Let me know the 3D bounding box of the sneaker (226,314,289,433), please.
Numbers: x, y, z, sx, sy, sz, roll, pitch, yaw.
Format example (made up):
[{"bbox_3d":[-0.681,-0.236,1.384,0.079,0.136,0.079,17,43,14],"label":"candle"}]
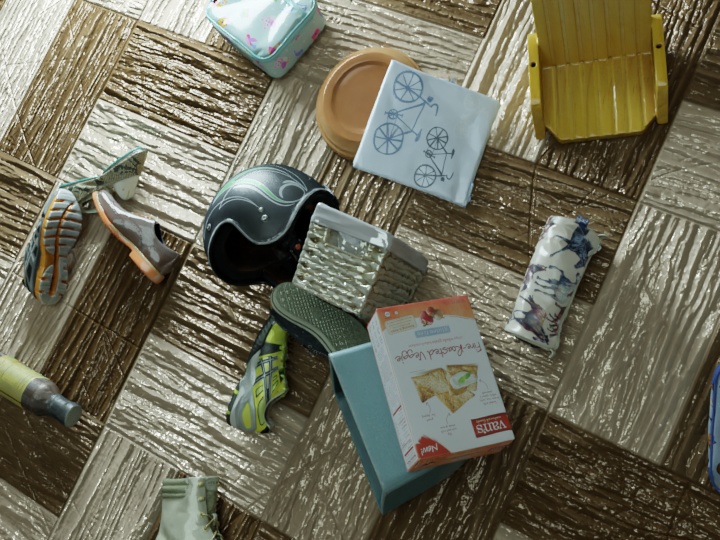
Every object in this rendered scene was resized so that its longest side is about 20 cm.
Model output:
[{"bbox_3d":[-0.140,0.157,1.380,0.075,0.075,0.203,20,89,7],"label":"sneaker"}]

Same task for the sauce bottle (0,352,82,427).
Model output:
[{"bbox_3d":[-0.559,0.206,1.503,0.198,0.065,0.066,25,84,21],"label":"sauce bottle"}]

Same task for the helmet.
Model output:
[{"bbox_3d":[-0.146,-0.067,1.373,0.188,0.200,0.203,14,80,30],"label":"helmet"}]

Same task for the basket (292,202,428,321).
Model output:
[{"bbox_3d":[0.000,0.000,1.301,0.134,0.200,0.125,23,88,22],"label":"basket"}]

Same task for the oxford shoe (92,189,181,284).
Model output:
[{"bbox_3d":[-0.384,-0.072,1.518,0.073,0.071,0.200,-41,80,-2],"label":"oxford shoe"}]

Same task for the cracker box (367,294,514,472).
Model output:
[{"bbox_3d":[0.099,0.140,1.124,0.132,0.058,0.203,-8,66,-19],"label":"cracker box"}]

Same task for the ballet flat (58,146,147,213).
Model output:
[{"bbox_3d":[-0.448,-0.148,1.569,0.197,0.068,0.076,-22,91,18],"label":"ballet flat"}]

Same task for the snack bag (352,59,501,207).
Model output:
[{"bbox_3d":[0.108,-0.218,1.395,0.197,0.021,0.192,19,82,4],"label":"snack bag"}]

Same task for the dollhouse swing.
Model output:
[{"bbox_3d":[0.341,-0.310,1.282,0.196,0.176,0.185,-4,74,16],"label":"dollhouse swing"}]

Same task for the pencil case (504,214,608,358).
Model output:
[{"bbox_3d":[0.277,0.021,1.265,0.088,0.078,0.203,18,81,36],"label":"pencil case"}]

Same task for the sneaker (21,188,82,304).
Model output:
[{"bbox_3d":[-0.551,-0.046,1.551,0.076,0.078,0.204,18,94,32],"label":"sneaker"}]

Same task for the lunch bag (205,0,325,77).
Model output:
[{"bbox_3d":[-0.167,-0.450,1.542,0.200,0.077,0.161,42,91,23],"label":"lunch bag"}]

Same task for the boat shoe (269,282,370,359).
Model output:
[{"bbox_3d":[-0.057,0.093,1.344,0.199,0.062,0.075,35,57,-8],"label":"boat shoe"}]

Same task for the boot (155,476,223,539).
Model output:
[{"bbox_3d":[-0.224,0.392,1.337,0.196,0.072,0.158,0,73,19],"label":"boot"}]

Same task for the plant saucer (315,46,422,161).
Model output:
[{"bbox_3d":[0.015,-0.280,1.457,0.196,0.037,0.204,-5,75,17],"label":"plant saucer"}]

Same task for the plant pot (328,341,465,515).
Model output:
[{"bbox_3d":[0.083,0.194,1.227,0.197,0.196,0.199,-21,69,-8],"label":"plant pot"}]

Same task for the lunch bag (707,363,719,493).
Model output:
[{"bbox_3d":[0.516,0.195,1.086,0.158,0.075,0.204,11,112,38],"label":"lunch bag"}]
